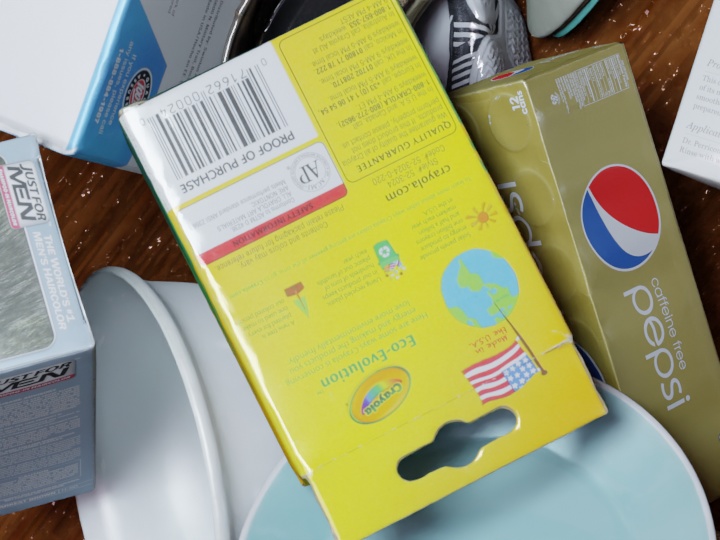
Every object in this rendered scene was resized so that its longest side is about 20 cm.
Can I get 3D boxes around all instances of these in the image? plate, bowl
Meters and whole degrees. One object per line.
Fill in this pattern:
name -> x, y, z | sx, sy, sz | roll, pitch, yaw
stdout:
plate -> 0.046, 0.127, 1.055 | 0.200, 0.026, 0.201 | -7, 56, 11
bowl -> -0.061, 0.091, 1.182 | 0.090, 0.201, 0.202 | -9, 79, -23

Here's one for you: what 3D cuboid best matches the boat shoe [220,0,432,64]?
boat shoe -> 0.002, -0.145, 1.117 | 0.074, 0.073, 0.200 | 36, 113, 29

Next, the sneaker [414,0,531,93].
sneaker -> 0.021, -0.056, 1.190 | 0.115, 0.075, 0.200 | -11, 84, 19

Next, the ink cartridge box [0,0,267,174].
ink cartridge box -> -0.113, -0.129, 1.186 | 0.146, 0.200, 0.147 | 22, 94, 24

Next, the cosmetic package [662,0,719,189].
cosmetic package -> 0.217, -0.119, 1.112 | 0.113, 0.081, 0.200 | 21, 92, 23

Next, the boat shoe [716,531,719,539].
boat shoe -> 0.070, 0.153, 1.095 | 0.073, 0.200, 0.063 | 61, 152, 15

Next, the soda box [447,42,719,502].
soda box -> 0.099, 0.008, 1.115 | 0.068, 0.064, 0.200 | -9, 101, 52

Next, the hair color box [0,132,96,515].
hair color box -> -0.155, 0.030, 1.136 | 0.060, 0.200, 0.099 | -14, 70, -12

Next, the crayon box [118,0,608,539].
crayon box -> 0.000, 0.000, 1.069 | 0.127, 0.051, 0.200 | -26, 82, -5

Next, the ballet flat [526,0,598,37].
ballet flat -> 0.112, -0.187, 1.139 | 0.200, 0.064, 0.067 | -51, 23, 35
